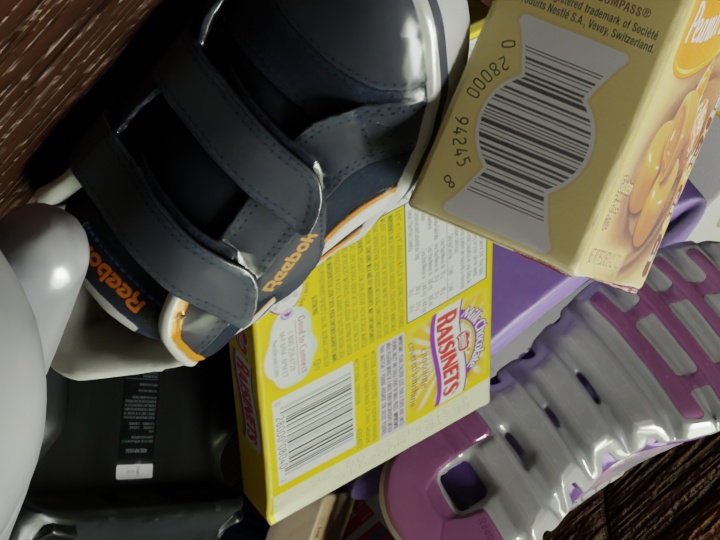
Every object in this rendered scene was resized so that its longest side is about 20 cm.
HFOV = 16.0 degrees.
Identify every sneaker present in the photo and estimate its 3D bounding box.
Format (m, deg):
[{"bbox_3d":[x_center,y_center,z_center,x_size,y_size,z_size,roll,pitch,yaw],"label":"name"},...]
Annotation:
[{"bbox_3d":[-0.038,-0.027,0.732,0.079,0.078,0.200,-32,165,-37],"label":"sneaker"},{"bbox_3d":[0.092,0.058,1.069,0.200,0.081,0.088,-32,172,-11],"label":"sneaker"}]

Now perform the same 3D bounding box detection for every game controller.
[{"bbox_3d":[-0.086,0.059,0.879,0.042,0.105,0.200,-5,175,16],"label":"game controller"}]

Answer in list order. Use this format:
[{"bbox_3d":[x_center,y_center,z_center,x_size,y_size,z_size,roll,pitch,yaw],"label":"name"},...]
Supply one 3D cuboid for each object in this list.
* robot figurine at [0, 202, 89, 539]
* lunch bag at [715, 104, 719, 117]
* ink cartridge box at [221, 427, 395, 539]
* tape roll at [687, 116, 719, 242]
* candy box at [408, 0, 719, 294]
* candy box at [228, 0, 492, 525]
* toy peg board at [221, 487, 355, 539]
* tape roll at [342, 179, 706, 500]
[{"bbox_3d":[-0.135,0.044,0.598,0.170,0.113,0.200,-39,170,-27],"label":"robot figurine"},{"bbox_3d":[0.181,-0.104,0.827,0.170,0.200,0.122,-41,168,2],"label":"lunch bag"},{"bbox_3d":[-0.051,0.179,1.225,0.200,0.176,0.084,-40,169,2],"label":"ink cartridge box"},{"bbox_3d":[0.201,-0.082,1.300,0.202,0.071,0.202,-37,168,-10],"label":"tape roll"},{"bbox_3d":[0.086,-0.096,0.726,0.200,0.055,0.115,-67,166,4],"label":"candy box"},{"bbox_3d":[0.000,0.000,0.885,0.102,0.026,0.200,-30,144,-23],"label":"candy box"},{"bbox_3d":[-0.085,0.172,1.082,0.200,0.098,0.200,58,52,-85],"label":"toy peg board"},{"bbox_3d":[0.048,0.004,1.107,0.200,0.085,0.200,-37,168,-9],"label":"tape roll"}]
